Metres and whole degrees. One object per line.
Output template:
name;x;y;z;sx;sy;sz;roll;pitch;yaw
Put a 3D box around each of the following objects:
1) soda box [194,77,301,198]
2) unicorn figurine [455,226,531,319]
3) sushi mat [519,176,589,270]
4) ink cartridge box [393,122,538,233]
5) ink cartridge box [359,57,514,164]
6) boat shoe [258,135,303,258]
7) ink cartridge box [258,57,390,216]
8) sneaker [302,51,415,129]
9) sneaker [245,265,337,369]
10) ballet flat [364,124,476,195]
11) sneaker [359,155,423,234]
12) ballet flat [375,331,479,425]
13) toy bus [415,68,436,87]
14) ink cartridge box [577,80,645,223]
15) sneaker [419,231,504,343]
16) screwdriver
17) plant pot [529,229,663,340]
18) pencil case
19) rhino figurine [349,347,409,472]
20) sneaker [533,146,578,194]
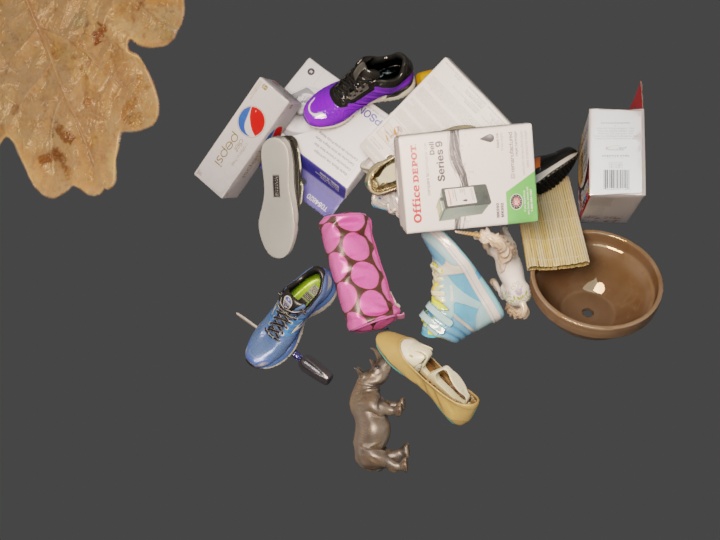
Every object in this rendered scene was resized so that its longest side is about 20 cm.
soda box;-0.185;-0.217;1.672;0.068;0.064;0.201;40;106;11
unicorn figurine;0.220;-0.013;1.563;0.074;0.137;0.201;-34;102;5
sushi mat;0.298;-0.077;1.595;0.095;0.012;0.201;-5;46;4
ink cartridge box;0.154;-0.136;1.497;0.198;0.084;0.148;-6;98;-1
ink cartridge box;0.123;-0.214;1.617;0.200;0.057;0.163;-45;77;14
boat shoe;-0.123;-0.122;1.673;0.070;0.064;0.202;9;105;26
ink cartridge box;-0.070;-0.223;1.701;0.199;0.041;0.201;36;86;11
sneaker;-0.006;-0.302;1.637;0.199;0.100;0.070;-25;73;-5
sneaker;-0.119;0.068;1.623;0.078;0.089;0.201;34;79;20
ballet flat;0.096;-0.169;1.565;0.199;0.069;0.070;-26;78;13
sneaker;0.066;-0.109;1.645;0.086;0.075;0.201;-29;76;-6
ballet flat;0.111;0.156;1.601;0.200;0.069;0.063;43;131;6
toy bus;0.147;-0.229;1.664;0.077;0.065;0.202;-11;79;5
ink cartridge box;0.384;-0.178;1.559;0.083;0.200;0.178;1;81;7
sneaker;0.126;0.031;1.588;0.130;0.080;0.201;-36;106;3
screwdriver;-0.125;0.121;1.658;0.199;0.028;0.029;38;116;13
plant pot;0.358;0.040;1.561;0.198;0.093;0.202;-1;48;1
pencil case;0.000;0.000;1.633;0.093;0.091;0.202;-18;77;3
rhino figurine;0.026;0.222;1.605;0.086;0.060;0.202;-7;77;10
sneaker;0.255;-0.159;1.605;0.199;0.070;0.090;-33;71;-19
